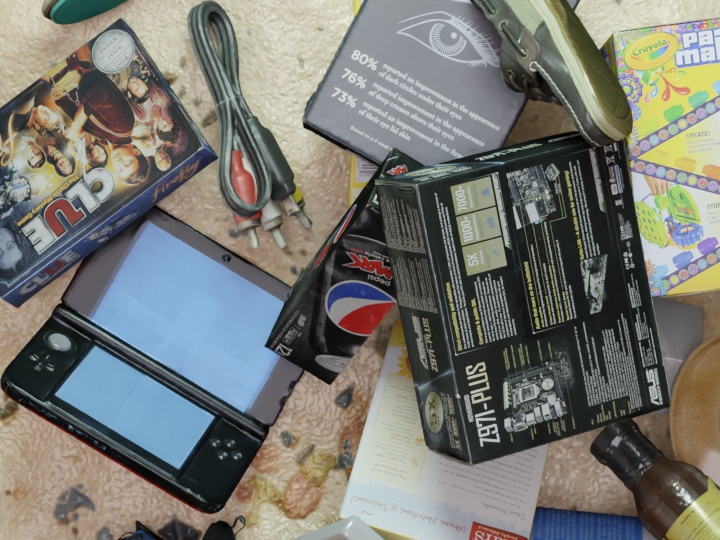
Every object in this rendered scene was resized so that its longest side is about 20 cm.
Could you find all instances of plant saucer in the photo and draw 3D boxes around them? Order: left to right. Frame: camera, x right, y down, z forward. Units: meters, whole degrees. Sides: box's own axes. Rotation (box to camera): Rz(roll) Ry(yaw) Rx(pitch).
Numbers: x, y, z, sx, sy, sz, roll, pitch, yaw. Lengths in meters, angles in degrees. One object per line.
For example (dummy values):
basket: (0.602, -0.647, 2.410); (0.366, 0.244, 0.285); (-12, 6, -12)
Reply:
plant saucer: (0.318, 0.132, 1.656); (0.199, 0.035, 0.202); (21, 122, 39)

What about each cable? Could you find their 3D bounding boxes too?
cable: (-0.104, -0.110, 1.750); (0.050, 0.097, 0.201); (-31, 84, 38)

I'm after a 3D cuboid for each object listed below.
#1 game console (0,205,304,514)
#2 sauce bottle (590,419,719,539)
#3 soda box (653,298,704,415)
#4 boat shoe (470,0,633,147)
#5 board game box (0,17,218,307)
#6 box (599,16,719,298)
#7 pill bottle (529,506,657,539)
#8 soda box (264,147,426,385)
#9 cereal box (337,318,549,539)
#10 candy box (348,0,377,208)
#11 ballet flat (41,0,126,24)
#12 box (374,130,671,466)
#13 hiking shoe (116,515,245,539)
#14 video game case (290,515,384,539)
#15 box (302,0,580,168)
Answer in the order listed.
game console: (-0.150, 0.063, 1.742); (0.199, 0.173, 0.119); (30, 119, 2)
sauce bottle: (0.253, 0.190, 1.674); (0.065, 0.065, 0.200); (-44, 68, 3)
soda box: (0.163, 0.050, 1.734); (0.198, 0.069, 0.064); (13, 134, 1)
boat shoe: (0.130, -0.150, 1.581); (0.066, 0.072, 0.202); (-38, 47, 17)
board game box: (-0.229, -0.085, 1.757); (0.199, 0.035, 0.136); (-37, 71, 3)
box: (0.253, -0.085, 1.674); (0.121, 0.200, 0.195); (-7, 91, 3)
pill bottle: (0.181, 0.243, 1.732); (0.198, 0.112, 0.113); (5, 92, 3)
soda box: (0.000, 0.000, 1.687); (0.063, 0.200, 0.071); (29, 48, -6)
cereal box: (0.070, 0.139, 1.709); (0.143, 0.040, 0.201); (17, 50, 2)
candy box: (0.043, -0.147, 1.768); (0.101, 0.026, 0.202); (2, 92, -1)
ballet flat: (-0.168, -0.262, 1.761); (0.199, 0.069, 0.070); (-26, 91, 1)
box: (0.115, 0.017, 1.576); (0.162, 0.086, 0.202); (-15, 99, -19)
hiking shoe: (-0.189, 0.243, 1.776); (0.198, 0.074, 0.088); (-3, 84, -7)
video game case: (0.017, 0.265, 1.693); (0.182, 0.200, 0.022); (41, 62, -9)
box: (0.063, -0.164, 1.702); (0.147, 0.104, 0.201); (29, 91, -1)
